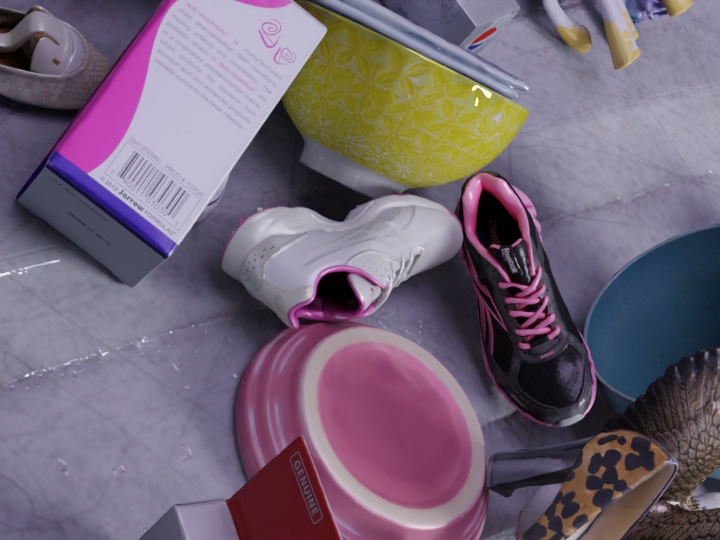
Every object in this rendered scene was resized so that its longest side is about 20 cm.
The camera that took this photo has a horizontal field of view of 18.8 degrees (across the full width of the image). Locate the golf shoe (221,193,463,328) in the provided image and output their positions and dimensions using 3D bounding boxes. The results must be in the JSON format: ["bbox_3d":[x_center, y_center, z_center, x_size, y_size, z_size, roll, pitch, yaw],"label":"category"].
[{"bbox_3d":[0.000,0.000,1.524,0.199,0.076,0.092,-9,46,-36],"label":"golf shoe"}]

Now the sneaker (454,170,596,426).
[{"bbox_3d":[0.114,0.016,1.580,0.078,0.095,0.201,-20,72,-1],"label":"sneaker"}]

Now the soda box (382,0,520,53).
[{"bbox_3d":[0.038,-0.265,1.772,0.068,0.063,0.201,-27,78,-46],"label":"soda box"}]

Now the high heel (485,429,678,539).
[{"bbox_3d":[0.147,0.206,1.427,0.071,0.142,0.202,17,67,-49],"label":"high heel"}]

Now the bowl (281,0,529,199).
[{"bbox_3d":[0.012,-0.112,1.588,0.199,0.108,0.200,26,5,-3],"label":"bowl"}]

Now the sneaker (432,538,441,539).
[{"bbox_3d":[0.021,0.268,1.353,0.200,0.074,0.116,-38,95,-38],"label":"sneaker"}]

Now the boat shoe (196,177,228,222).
[{"bbox_3d":[-0.114,-0.129,1.547,0.073,0.065,0.201,19,50,-28],"label":"boat shoe"}]

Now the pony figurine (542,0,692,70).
[{"bbox_3d":[0.203,-0.292,1.882,0.193,0.166,0.201,-42,104,-40],"label":"pony figurine"}]

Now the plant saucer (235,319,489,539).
[{"bbox_3d":[0.011,0.116,1.476,0.199,0.051,0.202,20,49,-25],"label":"plant saucer"}]

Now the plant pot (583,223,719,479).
[{"bbox_3d":[0.282,0.079,1.641,0.201,0.199,0.135,-71,146,-44],"label":"plant pot"}]

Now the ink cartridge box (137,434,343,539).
[{"bbox_3d":[-0.061,0.222,1.244,0.044,0.176,0.201,-3,61,-39],"label":"ink cartridge box"}]

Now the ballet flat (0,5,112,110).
[{"bbox_3d":[-0.243,-0.154,1.465,0.199,0.062,0.068,9,54,-34],"label":"ballet flat"}]

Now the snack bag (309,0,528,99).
[{"bbox_3d":[0.012,-0.189,1.637,0.188,0.022,0.200,23,6,-26],"label":"snack bag"}]

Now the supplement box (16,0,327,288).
[{"bbox_3d":[-0.125,-0.104,1.444,0.101,0.103,0.201,38,68,-9],"label":"supplement box"}]

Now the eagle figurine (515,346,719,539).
[{"bbox_3d":[0.222,0.161,1.499,0.152,0.200,0.151,45,43,-2],"label":"eagle figurine"}]
